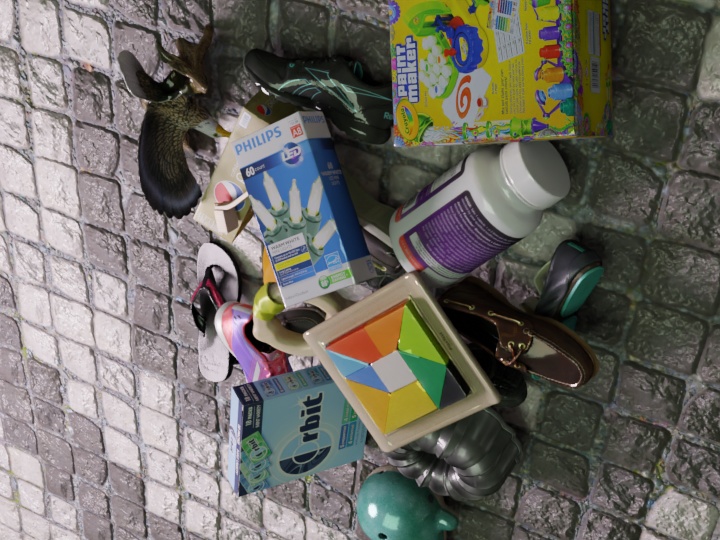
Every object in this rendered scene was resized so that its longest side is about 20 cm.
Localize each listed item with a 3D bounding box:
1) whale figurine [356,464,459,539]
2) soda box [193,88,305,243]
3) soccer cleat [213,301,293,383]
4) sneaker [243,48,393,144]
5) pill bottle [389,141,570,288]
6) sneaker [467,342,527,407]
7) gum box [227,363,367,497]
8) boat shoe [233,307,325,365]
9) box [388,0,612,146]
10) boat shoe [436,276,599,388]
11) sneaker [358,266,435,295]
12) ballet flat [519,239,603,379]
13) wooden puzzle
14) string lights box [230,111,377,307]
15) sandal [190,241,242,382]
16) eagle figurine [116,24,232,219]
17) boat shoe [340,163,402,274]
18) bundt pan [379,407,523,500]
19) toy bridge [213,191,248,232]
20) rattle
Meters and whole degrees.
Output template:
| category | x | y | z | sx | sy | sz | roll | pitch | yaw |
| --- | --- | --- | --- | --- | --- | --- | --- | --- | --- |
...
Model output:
| category | x | y | z | sx | sy | sz | roll | pitch | yaw |
| --- | --- | --- | --- | --- | --- | --- | --- | --- | --- |
| whale figurine | 0.071 | 0.379 | 1.443 | 0.158 | 0.104 | 0.201 | -16 | 109 | 36 |
| soda box | -0.145 | -0.133 | 1.280 | 0.064 | 0.068 | 0.200 | 33 | 130 | -1 |
| soccer cleat | -0.125 | 0.128 | 1.362 | 0.073 | 0.068 | 0.201 | 2 | 129 | 49 |
| sneaker | -0.043 | -0.224 | 1.177 | 0.199 | 0.075 | 0.080 | 26 | 115 | 6 |
| pill bottle | 0.134 | -0.070 | 1.127 | 0.112 | 0.111 | 0.200 | 50 | 131 | -6 |
| sneaker | 0.124 | 0.140 | 1.297 | 0.199 | 0.076 | 0.091 | 17 | 135 | 30 |
| gum box | -0.082 | 0.213 | 1.380 | 0.045 | 0.199 | 0.171 | 49 | 142 | 44 |
| boat shoe | -0.131 | 0.103 | 1.426 | 0.199 | 0.057 | 0.067 | -14 | 110 | 36 |
| box | 0.137 | -0.227 | 0.982 | 0.191 | 0.122 | 0.202 | 2 | 97 | 30 |
| boat shoe | 0.173 | 0.080 | 1.145 | 0.199 | 0.070 | 0.071 | 29 | 130 | 29 |
| sneaker | 0.000 | 0.000 | 1.268 | 0.199 | 0.082 | 0.075 | 27 | 128 | 14 |
| ballet flat | 0.226 | 0.042 | 1.177 | 0.073 | 0.073 | 0.201 | 28 | 135 | 13 |
| wooden puzzle | 0.043 | 0.117 | 1.191 | 0.199 | 0.037 | 0.186 | -30 | 99 | 36 |
| string lights box | -0.065 | -0.070 | 1.148 | 0.102 | 0.059 | 0.202 | -19 | 89 | 29 |
| sandal | -0.209 | 0.060 | 1.415 | 0.075 | 0.045 | 0.202 | 3 | 94 | 32 |
| eagle figurine | -0.234 | -0.183 | 1.248 | 0.151 | 0.152 | 0.200 | 43 | 131 | 10 |
| boat shoe | -0.019 | -0.074 | 1.231 | 0.201 | 0.072 | 0.061 | 41 | 130 | 16 |
| bundt pan | 0.107 | 0.232 | 1.308 | 0.200 | 0.076 | 0.203 | 21 | 148 | 14 |
| toy bridge | -0.102 | -0.077 | 1.222 | 0.199 | 0.027 | 0.068 | 5 | 115 | 31 |
| rattle | -0.035 | 0.042 | 1.296 | 0.198 | 0.143 | 0.131 | 6 | 117 | -1 |
